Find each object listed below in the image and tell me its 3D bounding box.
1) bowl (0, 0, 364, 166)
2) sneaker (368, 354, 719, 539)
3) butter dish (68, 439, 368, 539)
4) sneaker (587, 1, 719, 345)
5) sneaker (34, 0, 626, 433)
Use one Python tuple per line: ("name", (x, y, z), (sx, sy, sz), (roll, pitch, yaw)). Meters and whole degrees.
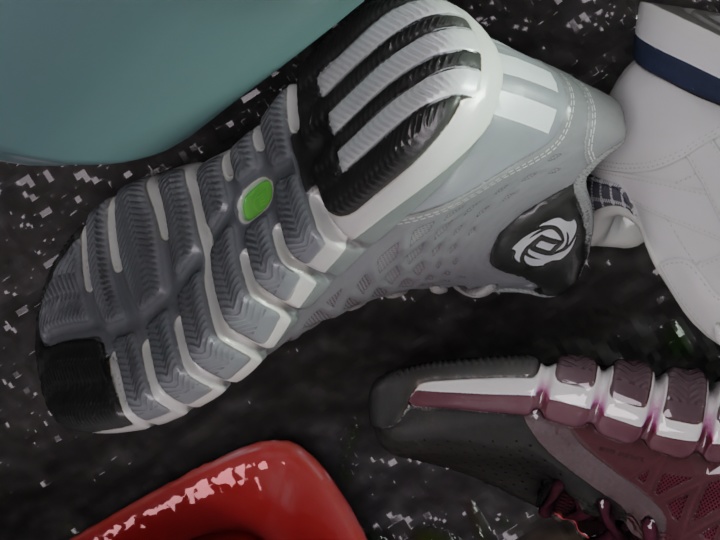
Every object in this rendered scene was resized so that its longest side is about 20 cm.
("bowl", (-0.089, -0.104, 0.792), (0.200, 0.201, 0.105), (33, 121, 0))
("sneaker", (0.096, 0.088, 0.835), (0.199, 0.076, 0.116), (6, 84, 6))
("butter dish", (-0.072, 0.171, 0.830), (0.200, 0.148, 0.200), (-31, 76, 11))
("sneaker", (0.138, -0.002, 0.792), (0.076, 0.200, 0.081), (10, 110, -41))
("sneaker", (0.000, 0.000, 0.847), (0.200, 0.115, 0.075), (-34, 55, 40))
